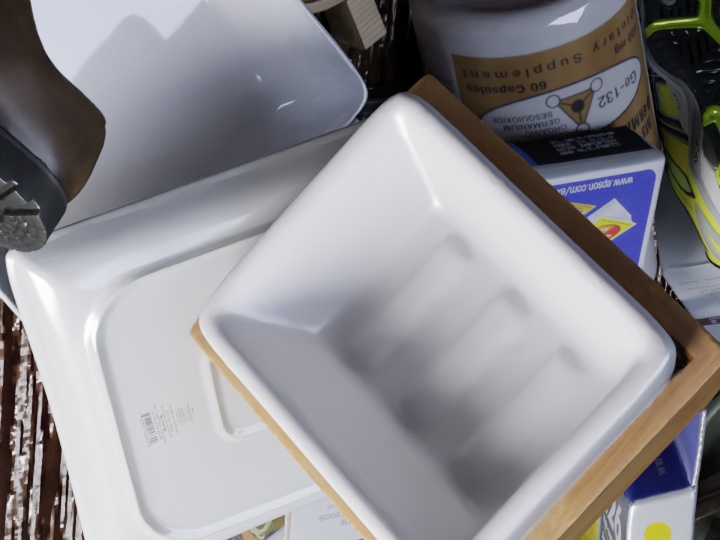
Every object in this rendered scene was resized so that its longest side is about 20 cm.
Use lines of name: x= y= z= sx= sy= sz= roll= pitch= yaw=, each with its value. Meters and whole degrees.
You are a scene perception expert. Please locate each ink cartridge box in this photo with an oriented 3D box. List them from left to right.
ink cartridge box: x=0.047 y=0.034 z=1.157 sx=0.197 sy=0.047 sz=0.200 roll=-10 pitch=126 yaw=-28
ink cartridge box: x=0.152 y=0.128 z=1.311 sx=0.047 sy=0.198 sz=0.200 roll=-1 pitch=111 yaw=-1

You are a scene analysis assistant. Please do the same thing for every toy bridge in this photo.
toy bridge: x=-0.069 y=-0.089 z=1.112 sx=0.200 sy=0.027 sz=0.067 roll=-42 pitch=131 yaw=-22

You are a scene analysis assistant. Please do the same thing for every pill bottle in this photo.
pill bottle: x=0.098 y=-0.075 z=1.220 sx=0.114 sy=0.114 sz=0.200 roll=-36 pitch=130 yaw=-28

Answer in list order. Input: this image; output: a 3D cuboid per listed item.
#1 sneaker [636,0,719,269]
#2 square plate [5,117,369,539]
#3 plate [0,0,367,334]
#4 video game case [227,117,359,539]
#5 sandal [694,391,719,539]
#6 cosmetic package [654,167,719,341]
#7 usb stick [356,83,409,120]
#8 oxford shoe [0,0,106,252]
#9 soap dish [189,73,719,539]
sneaker: x=0.180 y=-0.091 z=1.237 sx=0.075 sy=0.076 sz=0.200 roll=-4 pitch=70 yaw=-19
square plate: x=-0.045 y=0.043 z=1.063 sx=0.198 sy=0.028 sz=0.200 roll=-21 pitch=125 yaw=-15
plate: x=-0.117 y=-0.080 z=1.041 sx=0.200 sy=0.032 sz=0.200 roll=-49 pitch=122 yaw=-14
video game case: x=-0.041 y=0.047 z=1.164 sx=0.181 sy=0.036 sz=0.200 roll=-37 pitch=124 yaw=-17
sandal: x=0.225 y=0.157 z=1.490 sx=0.080 sy=0.057 sz=0.201 roll=29 pitch=86 yaw=-47
cosmetic package: x=0.240 y=-0.006 z=1.351 sx=0.200 sy=0.102 sz=0.074 roll=43 pitch=39 yaw=-59
usb stick: x=0.000 y=0.000 z=1.217 sx=0.055 sy=0.033 sz=0.200 roll=-12 pitch=116 yaw=-45
oxford shoe: x=-0.184 y=-0.103 z=0.943 sx=0.200 sy=0.073 sz=0.084 roll=47 pitch=59 yaw=-23
soap dish: x=0.041 y=0.035 z=0.971 sx=0.157 sy=0.200 sz=0.081 roll=-48 pitch=146 yaw=6
